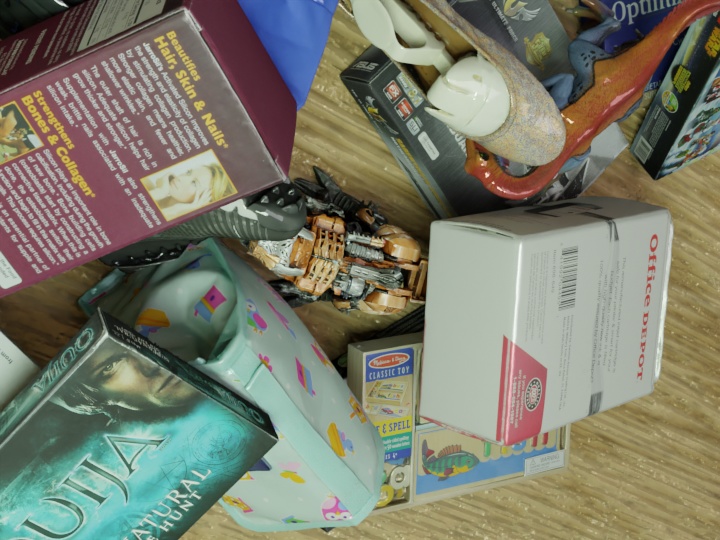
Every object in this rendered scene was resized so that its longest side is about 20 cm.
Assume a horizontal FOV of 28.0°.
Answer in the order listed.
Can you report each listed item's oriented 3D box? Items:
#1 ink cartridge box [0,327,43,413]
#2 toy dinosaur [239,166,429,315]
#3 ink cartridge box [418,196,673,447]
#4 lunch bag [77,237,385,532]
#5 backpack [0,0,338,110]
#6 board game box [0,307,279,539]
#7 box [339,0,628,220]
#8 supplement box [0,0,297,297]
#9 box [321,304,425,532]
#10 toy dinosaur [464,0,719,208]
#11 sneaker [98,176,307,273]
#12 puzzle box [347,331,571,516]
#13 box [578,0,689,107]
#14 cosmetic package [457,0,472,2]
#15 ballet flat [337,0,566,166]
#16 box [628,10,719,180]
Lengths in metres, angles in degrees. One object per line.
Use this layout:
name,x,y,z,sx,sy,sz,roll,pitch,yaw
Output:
ink cartridge box,-0.308,0.082,0.848,0.200,0.145,0.145,-46,122,-12
toy dinosaur,0.000,0.000,1.017,0.200,0.136,0.102,38,82,-32
ink cartridge box,0.136,0.029,1.034,0.200,0.085,0.146,-10,107,-47
lunch bag,-0.080,0.076,0.947,0.122,0.200,0.171,-40,121,-7
backpack,-0.131,-0.186,0.882,0.199,0.162,0.169,23,70,-24
board game box,-0.161,0.127,0.814,0.200,0.028,0.135,-46,127,11
box,0.099,-0.120,1.096,0.158,0.048,0.200,-44,120,-14
supplement box,-0.147,-0.077,0.787,0.199,0.086,0.111,-21,122,16
box,0.029,0.103,1.121,0.200,0.035,0.110,-30,116,-21
toy dinosaur,0.151,-0.125,1.016,0.105,0.200,0.182,44,46,-16
sneaker,-0.126,-0.037,0.924,0.066,0.199,0.091,-47,147,-58
puzzle box,0.080,0.108,1.117,0.199,0.025,0.134,-8,107,-29
box,0.227,-0.234,1.154,0.121,0.032,0.201,-20,111,-25
cosmetic package,0.172,-0.240,1.022,0.199,0.113,0.082,-13,104,-33
ballet flat,0.050,-0.138,0.953,0.068,0.200,0.067,-51,170,33
box,0.303,-0.165,1.142,0.137,0.040,0.200,-26,155,-23
